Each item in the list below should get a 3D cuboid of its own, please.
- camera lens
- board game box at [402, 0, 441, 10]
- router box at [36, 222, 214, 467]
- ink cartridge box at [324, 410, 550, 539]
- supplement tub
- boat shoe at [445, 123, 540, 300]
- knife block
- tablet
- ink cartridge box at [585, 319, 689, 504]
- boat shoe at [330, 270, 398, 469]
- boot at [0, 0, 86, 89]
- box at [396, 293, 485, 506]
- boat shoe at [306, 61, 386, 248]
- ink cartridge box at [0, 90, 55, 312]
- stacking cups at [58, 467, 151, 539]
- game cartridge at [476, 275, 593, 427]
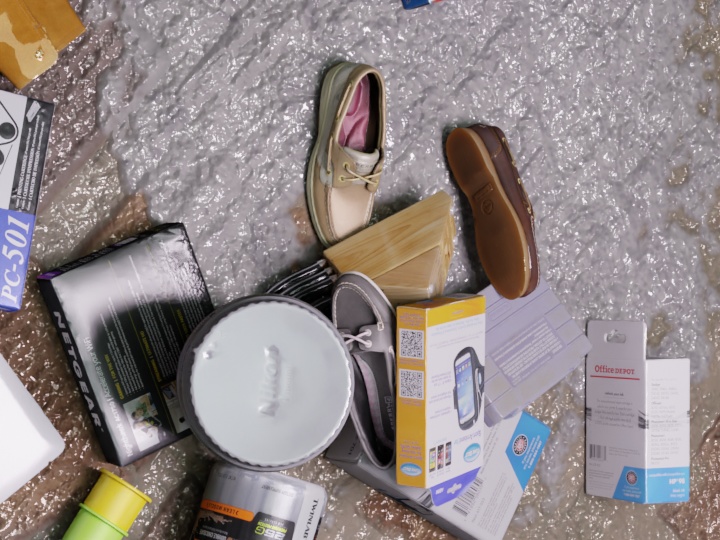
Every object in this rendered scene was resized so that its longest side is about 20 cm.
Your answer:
[{"bbox_3d":[-0.090,0.103,1.505,0.159,0.200,0.161,0,87,-8],"label":"camera lens"},{"bbox_3d":[0.116,-0.407,1.777,0.195,0.056,0.201,-19,98,-27],"label":"board game box"},{"bbox_3d":[-0.212,0.071,1.596,0.148,0.051,0.201,-24,101,-26],"label":"router box"},{"bbox_3d":[0.084,0.185,1.732,0.199,0.086,0.147,33,74,-21],"label":"ink cartridge box"},{"bbox_3d":[-0.115,0.296,1.604,0.122,0.122,0.201,20,79,-26],"label":"supplement tub"},{"bbox_3d":[0.159,-0.068,1.767,0.070,0.070,0.201,-6,76,-42],"label":"boat shoe"},{"bbox_3d":[0.000,0.000,1.694,0.064,0.174,0.201,82,19,-45],"label":"knife block"},{"bbox_3d":[-0.382,0.129,1.528,0.130,0.014,0.201,-40,107,-23],"label":"tablet"},{"bbox_3d":[0.314,0.157,1.838,0.066,0.116,0.202,1,89,-27],"label":"ink cartridge box"},{"bbox_3d":[0.012,0.101,1.594,0.057,0.066,0.201,-49,127,-59],"label":"boat shoe"},{"bbox_3d":[-0.361,-0.228,1.512,0.201,0.071,0.145,-38,103,-29],"label":"boot"},{"bbox_3d":[0.080,0.129,1.615,0.119,0.041,0.202,-9,103,-56],"label":"box"},{"bbox_3d":[-0.010,-0.118,1.696,0.074,0.066,0.202,-1,94,-29],"label":"boat shoe"},{"bbox_3d":[-0.352,-0.068,1.524,0.093,0.044,0.202,12,81,-27],"label":"ink cartridge box"},{"bbox_3d":[-0.278,0.291,1.561,0.060,0.060,0.201,36,78,-23],"label":"stacking cups"},{"bbox_3d":[0.161,0.078,1.748,0.200,0.038,0.130,-29,85,-47],"label":"game cartridge"}]
